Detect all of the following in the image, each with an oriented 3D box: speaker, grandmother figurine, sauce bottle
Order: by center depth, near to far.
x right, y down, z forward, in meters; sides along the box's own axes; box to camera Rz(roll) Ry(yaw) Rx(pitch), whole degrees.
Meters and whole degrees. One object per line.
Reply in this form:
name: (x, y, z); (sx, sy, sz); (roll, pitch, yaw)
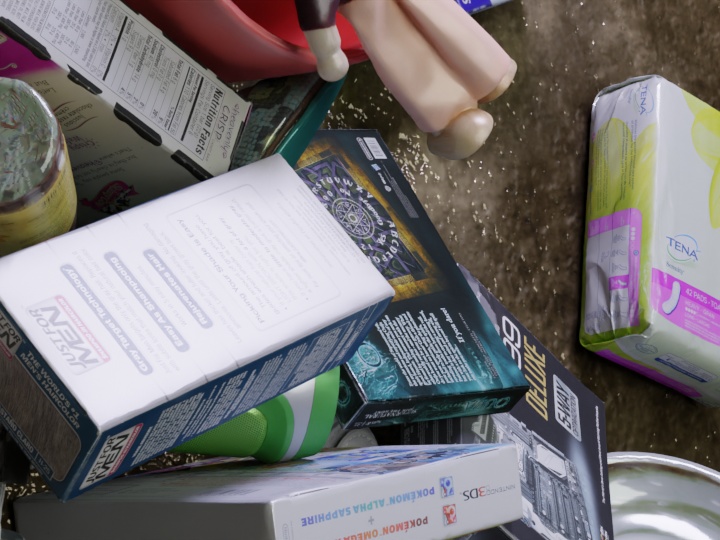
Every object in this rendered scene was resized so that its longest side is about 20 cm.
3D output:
sauce bottle: (-0.170, -0.034, 1.081); (0.064, 0.200, 0.065); (1, 74, -3)
grandmother figurine: (0.003, -0.153, 1.120); (0.200, 0.060, 0.122); (46, 42, -30)
speaker: (-0.115, 0.052, 1.135); (0.199, 0.088, 0.089); (6, 74, -19)

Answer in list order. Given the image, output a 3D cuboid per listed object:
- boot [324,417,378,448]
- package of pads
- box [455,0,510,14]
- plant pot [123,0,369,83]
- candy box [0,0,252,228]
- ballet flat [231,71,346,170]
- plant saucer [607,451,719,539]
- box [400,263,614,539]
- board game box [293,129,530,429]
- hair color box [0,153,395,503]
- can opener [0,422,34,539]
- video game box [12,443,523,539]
boot: (0.000, 0.171, 1.257); (0.073, 0.095, 0.201); (31, 59, -36)
package of pads: (0.223, -0.021, 1.556); (0.154, 0.068, 0.201); (25, 62, -41)
box: (0.058, -0.257, 1.423); (0.200, 0.105, 0.185); (-25, 98, -46)
plant pot: (-0.090, -0.186, 1.200); (0.200, 0.177, 0.202); (13, 71, -43)
candy box: (-0.173, -0.101, 1.124); (0.200, 0.136, 0.061); (39, 55, -33)
ballet flat: (-0.080, -0.040, 1.216); (0.201, 0.071, 0.069); (-64, 172, -3)
plant saucer: (0.191, 0.201, 1.420); (0.200, 0.199, 0.050); (-38, 149, -44)
box: (0.090, 0.115, 1.347); (0.158, 0.050, 0.201); (44, 29, -29)
board game box: (0.000, 0.000, 1.284); (0.135, 0.028, 0.201); (-2, 52, -43)
hair color box: (-0.088, 0.023, 1.059); (0.199, 0.061, 0.100); (-24, 66, -44)
can opener: (-0.188, 0.143, 1.062); (0.066, 0.053, 0.201); (5, 102, -9)
video game box: (-0.048, 0.123, 1.147); (0.182, 0.199, 0.047); (-11, 94, -45)
